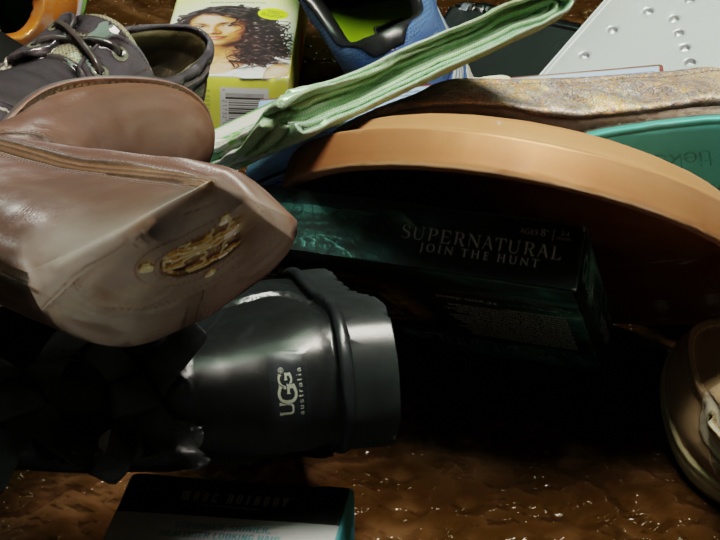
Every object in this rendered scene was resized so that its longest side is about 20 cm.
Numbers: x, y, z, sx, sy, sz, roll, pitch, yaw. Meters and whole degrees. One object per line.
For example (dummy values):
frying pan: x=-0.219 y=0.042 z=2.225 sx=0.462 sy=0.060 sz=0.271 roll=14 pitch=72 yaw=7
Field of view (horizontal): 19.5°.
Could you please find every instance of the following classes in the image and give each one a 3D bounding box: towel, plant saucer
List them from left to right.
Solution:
towel: x=-0.022 y=-0.070 z=0.892 sx=0.152 sy=0.024 sz=0.200 roll=-26 pitch=5 yaw=-31
plant saucer: x=0.067 y=-0.021 z=0.842 sx=0.199 sy=0.033 sz=0.200 roll=11 pitch=-14 yaw=3

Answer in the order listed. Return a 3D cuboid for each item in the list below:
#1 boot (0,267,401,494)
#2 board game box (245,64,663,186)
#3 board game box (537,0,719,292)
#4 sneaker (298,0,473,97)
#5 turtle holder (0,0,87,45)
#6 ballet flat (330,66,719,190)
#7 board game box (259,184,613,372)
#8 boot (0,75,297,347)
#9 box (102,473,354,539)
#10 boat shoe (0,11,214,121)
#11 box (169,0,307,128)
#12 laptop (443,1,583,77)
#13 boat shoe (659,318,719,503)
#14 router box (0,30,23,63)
boot: x=-0.082 y=0.039 z=0.746 sx=0.161 sy=0.074 sz=0.198 roll=-3 pitch=0 yaw=-12
board game box: x=0.043 y=-0.048 z=0.979 sx=0.198 sy=0.020 sz=0.103 roll=-4 pitch=46 yaw=12
board game box: x=0.168 y=-0.059 z=0.984 sx=0.199 sy=0.026 sz=0.200 roll=22 pitch=58 yaw=35
sneaker: x=0.003 y=-0.155 z=1.086 sx=0.078 sy=0.089 sz=0.201 roll=-27 pitch=45 yaw=1
turtle holder: x=-0.238 y=-0.164 z=1.105 sx=0.185 sy=0.141 sz=0.132 roll=32 pitch=18 yaw=-7
ballet flat: x=0.082 y=-0.059 z=0.929 sx=0.198 sy=0.068 sz=0.067 roll=0 pitch=34 yaw=6
board game box: x=0.000 y=0.000 z=0.858 sx=0.198 sy=0.028 sz=0.135 roll=9 pitch=-14 yaw=13
boot: x=-0.071 y=-0.024 z=0.687 sx=0.186 sy=0.065 sz=0.199 roll=-22 pitch=16 yaw=-37
box: x=-0.057 y=0.141 z=0.659 sx=0.082 sy=0.050 sz=0.200 roll=3 pitch=28 yaw=9
boat shoe: x=-0.127 y=-0.086 z=0.952 sx=0.072 sy=0.065 sz=0.200 roll=28 pitch=16 yaw=20
box: x=-0.068 y=-0.125 z=1.157 sx=0.075 sy=0.050 sz=0.200 roll=1 pitch=28 yaw=0
laptop: x=0.127 y=-0.077 z=1.109 sx=0.176 sy=0.104 sz=0.200 roll=16 pitch=6 yaw=26
boat shoe: x=0.167 y=0.063 z=0.788 sx=0.071 sy=0.065 sz=0.200 roll=-6 pitch=28 yaw=-11
router box: x=-0.208 y=-0.065 z=0.961 sx=0.157 sy=0.052 sz=0.200 roll=31 pitch=24 yaw=-15
